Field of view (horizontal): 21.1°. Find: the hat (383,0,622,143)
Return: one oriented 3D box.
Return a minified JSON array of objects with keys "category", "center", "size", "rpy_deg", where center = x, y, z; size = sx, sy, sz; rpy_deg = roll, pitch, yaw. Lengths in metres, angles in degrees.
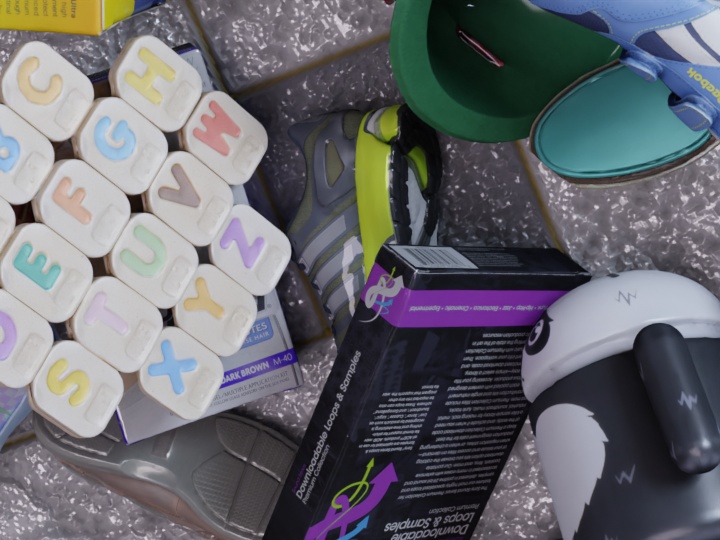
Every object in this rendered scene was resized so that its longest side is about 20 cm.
[{"category":"hat","center":[0.038,-0.182,1.026],"size":[0.176,0.199,0.166],"rpy_deg":[45,109,43]}]

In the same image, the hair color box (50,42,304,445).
[{"category":"hair color box","center":[-0.114,-0.016,1.089],"size":[0.109,0.065,0.201],"rpy_deg":[-19,101,-7]}]

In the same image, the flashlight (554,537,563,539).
[{"category":"flashlight","center":[0.049,0.196,1.096],"size":[0.199,0.068,0.068],"rpy_deg":[-16,147,-9]}]

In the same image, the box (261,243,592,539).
[{"category":"box","center":[0.034,0.080,1.061],"size":[0.036,0.143,0.201],"rpy_deg":[38,115,39]}]

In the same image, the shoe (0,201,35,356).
[{"category":"shoe","center":[-0.207,-0.012,1.064],"size":[0.071,0.200,0.091],"rpy_deg":[-29,106,7]}]

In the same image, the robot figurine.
[{"category":"robot figurine","center":[0.155,0.098,1.012],"size":[0.150,0.124,0.201],"rpy_deg":[-34,60,40]}]

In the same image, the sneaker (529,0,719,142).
[{"category":"sneaker","center":[0.166,-0.103,0.931],"size":[0.199,0.074,0.083],"rpy_deg":[20,111,4]}]

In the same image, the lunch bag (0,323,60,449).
[{"category":"lunch bag","center":[-0.285,0.043,1.138],"size":[0.200,0.127,0.170],"rpy_deg":[42,110,10]}]

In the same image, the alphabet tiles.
[{"category":"alphabet tiles","center":[-0.127,-0.018,1.008],"size":[0.195,0.201,0.015],"rpy_deg":[39,159,-28]}]

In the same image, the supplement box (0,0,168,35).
[{"category":"supplement box","center":[-0.215,-0.196,1.054],"size":[0.199,0.109,0.110],"rpy_deg":[5,108,12]}]

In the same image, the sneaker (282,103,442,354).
[{"category":"sneaker","center":[0.000,0.000,1.088],"size":[0.081,0.074,0.201],"rpy_deg":[10,108,29]}]

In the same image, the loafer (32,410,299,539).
[{"category":"loafer","center":[-0.100,0.121,1.153],"size":[0.199,0.072,0.063],"rpy_deg":[22,152,8]}]

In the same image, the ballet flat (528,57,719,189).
[{"category":"ballet flat","center":[0.185,-0.095,1.004],"size":[0.199,0.062,0.068],"rpy_deg":[-25,80,17]}]
